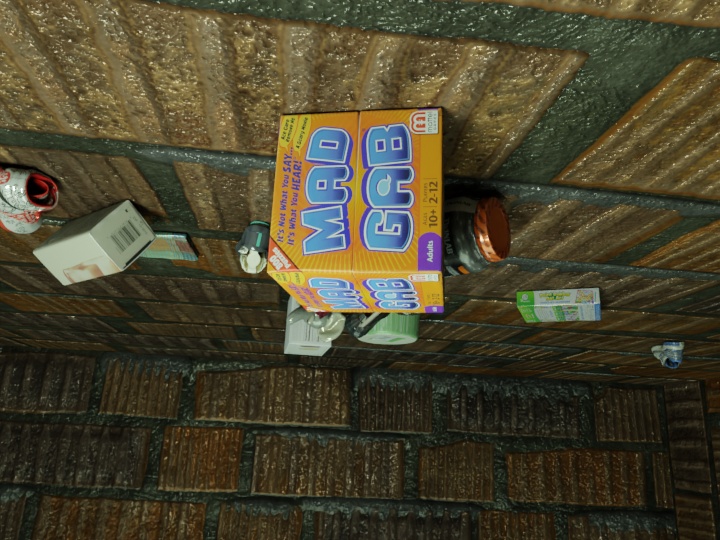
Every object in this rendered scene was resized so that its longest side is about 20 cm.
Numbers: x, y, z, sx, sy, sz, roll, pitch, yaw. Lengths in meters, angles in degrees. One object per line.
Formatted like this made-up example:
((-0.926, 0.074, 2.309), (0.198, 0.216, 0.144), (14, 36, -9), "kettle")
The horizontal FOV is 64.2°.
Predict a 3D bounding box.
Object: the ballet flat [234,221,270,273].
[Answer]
((-0.212, -0.034, 1.124), (0.072, 0.074, 0.200), (7, 163, -14), "ballet flat")

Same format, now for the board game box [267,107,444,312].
((0.009, -0.065, 0.745), (0.197, 0.202, 0.200), (0, 163, 9), "board game box")

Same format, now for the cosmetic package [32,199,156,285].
((-0.473, -0.046, 1.021), (0.198, 0.104, 0.088), (-8, 125, 37), "cosmetic package")

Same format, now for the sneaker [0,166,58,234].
((-0.537, -0.106, 0.933), (0.107, 0.068, 0.202), (5, 161, -1), "sneaker")

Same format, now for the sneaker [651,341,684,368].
((1.086, 0.305, 2.030), (0.076, 0.086, 0.200), (-1, 164, 13), "sneaker")

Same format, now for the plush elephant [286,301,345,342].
((-0.099, 0.066, 1.257), (0.199, 0.165, 0.156), (-1, 127, -50), "plush elephant")

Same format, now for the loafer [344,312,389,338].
((0.045, 0.071, 1.288), (0.073, 0.200, 0.072), (41, 138, -1), "loafer")

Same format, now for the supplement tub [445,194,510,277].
((0.129, -0.050, 0.917), (0.198, 0.124, 0.122), (-10, 159, 36), "supplement tub")

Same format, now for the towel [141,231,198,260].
((-0.445, -0.052, 1.183), (0.197, 0.022, 0.147), (4, 164, -4), "towel")

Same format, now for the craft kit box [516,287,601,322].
((0.515, 0.093, 1.483), (0.195, 0.049, 0.200), (-7, 161, 21), "craft kit box")

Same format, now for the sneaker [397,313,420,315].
((0.090, 0.022, 1.168), (0.073, 0.081, 0.201), (-5, 142, 13), "sneaker")

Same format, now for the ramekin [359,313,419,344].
((0.077, 0.150, 1.642), (0.197, 0.099, 0.200), (2, 164, 1), "ramekin")

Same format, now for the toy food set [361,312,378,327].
((-0.008, -0.019, 0.920), (0.060, 0.202, 0.144), (-15, 165, -20), "toy food set")

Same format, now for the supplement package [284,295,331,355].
((-0.139, 0.137, 1.531), (0.109, 0.158, 0.200), (6, 164, -9), "supplement package")
